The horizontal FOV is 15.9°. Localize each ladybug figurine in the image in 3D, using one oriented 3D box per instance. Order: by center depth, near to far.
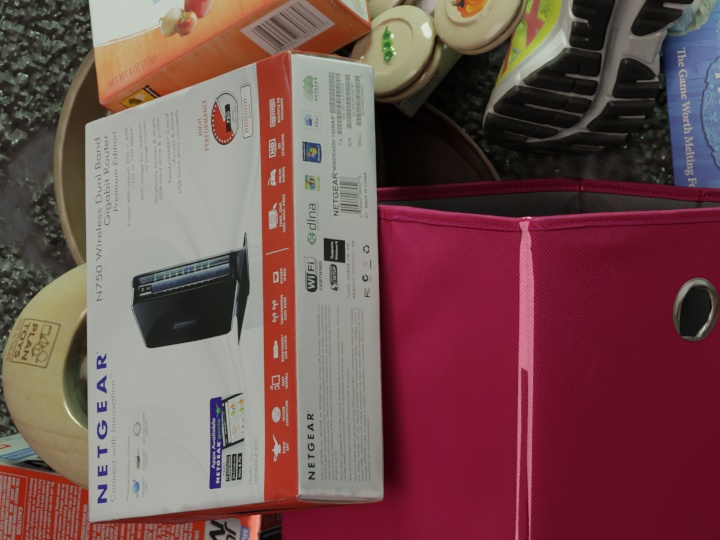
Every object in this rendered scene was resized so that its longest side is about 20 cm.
[{"bbox_3d":[-0.093,0.059,1.325,0.199,0.072,0.136,11,76,25],"label":"ladybug figurine"}]

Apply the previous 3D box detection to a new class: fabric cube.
[{"bbox_3d":[0.090,0.063,1.210,0.200,0.196,0.200,7,99,54],"label":"fabric cube"}]

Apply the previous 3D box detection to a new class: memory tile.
[{"bbox_3d":[0.006,-0.166,1.300,0.153,0.017,0.200,-28,51,24],"label":"memory tile"}]

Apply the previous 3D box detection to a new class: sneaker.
[{"bbox_3d":[0.114,-0.133,1.276,0.200,0.078,0.091,121,152,-50],"label":"sneaker"}]

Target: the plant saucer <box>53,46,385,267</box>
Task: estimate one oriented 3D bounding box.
[{"bbox_3d":[-0.073,-0.053,1.375,0.199,0.029,0.201,2,94,25],"label":"plant saucer"}]

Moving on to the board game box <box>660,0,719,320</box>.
[{"bbox_3d":[0.248,-0.082,1.251,0.198,0.043,0.201,-5,91,25],"label":"board game box"}]

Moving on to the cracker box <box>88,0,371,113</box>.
[{"bbox_3d":[-0.076,-0.180,1.321,0.134,0.058,0.200,-28,51,24],"label":"cracker box"}]

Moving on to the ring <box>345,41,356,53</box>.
[{"bbox_3d":[-0.013,-0.208,1.379,0.200,0.019,0.201,2,94,26],"label":"ring"}]

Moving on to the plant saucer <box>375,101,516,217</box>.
[{"bbox_3d":[0.000,0.000,1.377,0.200,0.034,0.201,1,94,24],"label":"plant saucer"}]

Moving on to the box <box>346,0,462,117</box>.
[{"bbox_3d":[0.071,-0.167,1.299,0.039,0.041,0.200,40,93,10],"label":"box"}]

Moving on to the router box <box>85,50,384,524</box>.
[{"bbox_3d":[-0.062,0.015,1.199,0.179,0.049,0.201,-14,75,52],"label":"router box"}]

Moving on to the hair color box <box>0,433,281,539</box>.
[{"bbox_3d":[-0.120,0.134,1.399,0.199,0.111,0.064,9,97,24],"label":"hair color box"}]
